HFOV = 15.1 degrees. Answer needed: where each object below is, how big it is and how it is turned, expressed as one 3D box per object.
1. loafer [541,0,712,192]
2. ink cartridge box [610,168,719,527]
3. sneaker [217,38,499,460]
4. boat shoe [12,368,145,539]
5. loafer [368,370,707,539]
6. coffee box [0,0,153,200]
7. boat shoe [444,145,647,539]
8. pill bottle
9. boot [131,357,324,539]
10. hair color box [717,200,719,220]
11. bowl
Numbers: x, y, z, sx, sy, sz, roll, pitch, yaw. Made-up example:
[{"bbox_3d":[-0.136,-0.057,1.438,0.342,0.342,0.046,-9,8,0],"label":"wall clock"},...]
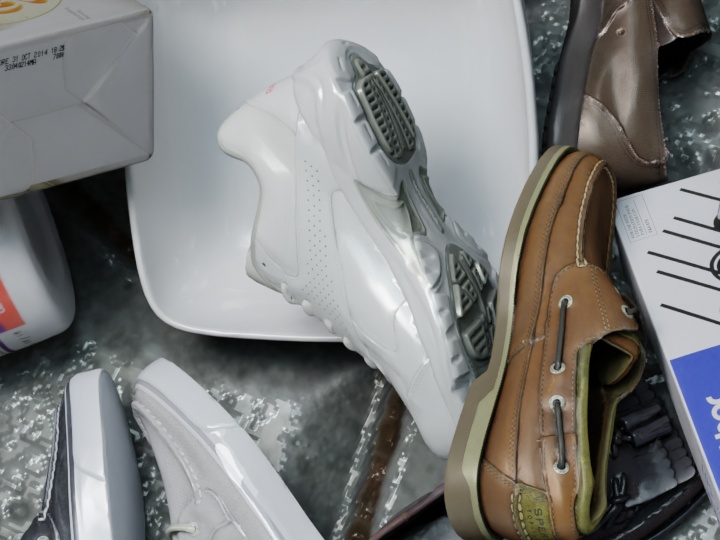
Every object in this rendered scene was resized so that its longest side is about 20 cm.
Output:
[{"bbox_3d":[0.137,-0.123,1.325,0.071,0.073,0.200,11,76,6],"label":"loafer"},{"bbox_3d":[0.182,0.034,1.215,0.094,0.044,0.200,-16,44,2],"label":"ink cartridge box"},{"bbox_3d":[0.000,0.000,1.240,0.099,0.078,0.200,-23,90,27],"label":"sneaker"},{"bbox_3d":[-0.139,0.145,1.276,0.068,0.072,0.201,-7,74,9],"label":"boat shoe"},{"bbox_3d":[0.089,0.102,1.239,0.200,0.063,0.072,-30,65,0],"label":"loafer"},{"bbox_3d":[-0.197,-0.110,1.292,0.114,0.080,0.200,-16,32,-30],"label":"coffee box"},{"bbox_3d":[0.097,0.034,1.212,0.068,0.072,0.200,1,61,27],"label":"boat shoe"},{"bbox_3d":[-0.251,0.011,1.331,0.200,0.111,0.112,-21,65,5],"label":"pill bottle"},{"bbox_3d":[-0.070,0.137,1.254,0.095,0.074,0.200,-34,65,-13],"label":"boot"},{"bbox_3d":[0.264,-0.052,1.179,0.200,0.061,0.100,12,103,13],"label":"hair color box"},{"bbox_3d":[-0.009,-0.070,1.297,0.199,0.075,0.200,-1,99,14],"label":"bowl"}]
